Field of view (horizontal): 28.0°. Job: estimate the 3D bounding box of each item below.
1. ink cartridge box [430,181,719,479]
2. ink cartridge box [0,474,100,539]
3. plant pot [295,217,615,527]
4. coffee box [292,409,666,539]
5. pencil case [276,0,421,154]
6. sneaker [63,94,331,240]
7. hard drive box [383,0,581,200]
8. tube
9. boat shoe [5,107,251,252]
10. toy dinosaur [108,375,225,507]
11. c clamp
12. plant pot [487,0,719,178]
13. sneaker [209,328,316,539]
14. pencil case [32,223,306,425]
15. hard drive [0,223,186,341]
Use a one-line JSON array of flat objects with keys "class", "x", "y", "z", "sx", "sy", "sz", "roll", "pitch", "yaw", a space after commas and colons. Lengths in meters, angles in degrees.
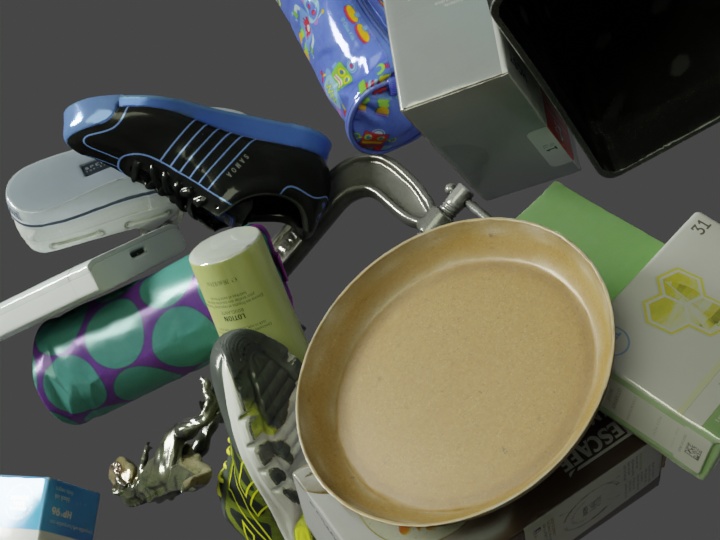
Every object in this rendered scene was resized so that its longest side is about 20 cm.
[{"class": "ink cartridge box", "x": 0.165, "y": 0.017, "z": 0.876, "sx": 0.200, "sy": 0.048, "sz": 0.145, "roll": 35, "pitch": 55, "yaw": 21}, {"class": "ink cartridge box", "x": -0.271, "y": 0.254, "z": 1.057, "sx": 0.115, "sy": 0.068, "sz": 0.201, "roll": -2, "pitch": 71, "yaw": 27}, {"class": "plant pot", "x": 0.055, "y": 0.060, "z": 0.833, "sx": 0.199, "sy": 0.028, "sz": 0.201, "roll": -17, "pitch": 49, "yaw": 21}, {"class": "coffee box", "x": 0.074, "y": 0.127, "z": 0.878, "sx": 0.199, "sy": 0.080, "sz": 0.114, "roll": -30, "pitch": 57, "yaw": -14}, {"class": "pencil case", "x": -0.011, "y": -0.184, "z": 1.080, "sx": 0.078, "sy": 0.087, "sz": 0.201, "roll": -18, "pitch": 59, "yaw": -17}, {"class": "sneaker", "x": -0.119, "y": -0.073, "z": 1.044, "sx": 0.199, "sy": 0.070, "sz": 0.078, "roll": 8, "pitch": 69, "yaw": -6}, {"class": "hard drive box", "x": 0.076, "y": -0.173, "z": 0.989, "sx": 0.076, "sy": 0.156, "sz": 0.201, "roll": -17, "pitch": 65, "yaw": 20}, {"class": "tube", "x": -0.055, "y": 0.069, "z": 0.967, "sx": 0.052, "sy": 0.201, "sz": 0.058, "roll": -30, "pitch": 26, "yaw": -21}, {"class": "boat shoe", "x": -0.169, "y": -0.058, "z": 1.123, "sx": 0.201, "sy": 0.086, "sz": 0.075, "roll": -22, "pitch": 53, "yaw": -14}, {"class": "toy dinosaur", "x": -0.123, "y": 0.126, "z": 1.011, "sx": 0.088, "sy": 0.047, "sz": 0.200, "roll": -59, "pitch": 14, "yaw": -21}, {"class": "c clamp", "x": 0.000, "y": 0.000, "z": 1.037, "sx": 0.200, "sy": 0.027, "sz": 0.171, "roll": -45, "pitch": 57, "yaw": 6}, {"class": "plant pot", "x": 0.184, "y": -0.217, "z": 0.939, "sx": 0.199, "sy": 0.200, "sz": 0.178, "roll": -29, "pitch": 49, "yaw": 15}, {"class": "sneaker", "x": -0.065, "y": 0.131, "z": 0.942, "sx": 0.084, "sy": 0.201, "sz": 0.074, "roll": -4, "pitch": 26, "yaw": 35}, {"class": "pencil case", "x": -0.142, "y": 0.042, "z": 1.046, "sx": 0.199, "sy": 0.092, "sz": 0.086, "roll": -24, "pitch": 86, "yaw": 22}, {"class": "hard drive", "x": -0.242, "y": 0.025, "z": 1.085, "sx": 0.199, "sy": 0.132, "sz": 0.027, "roll": -24, "pitch": 95, "yaw": 25}]
